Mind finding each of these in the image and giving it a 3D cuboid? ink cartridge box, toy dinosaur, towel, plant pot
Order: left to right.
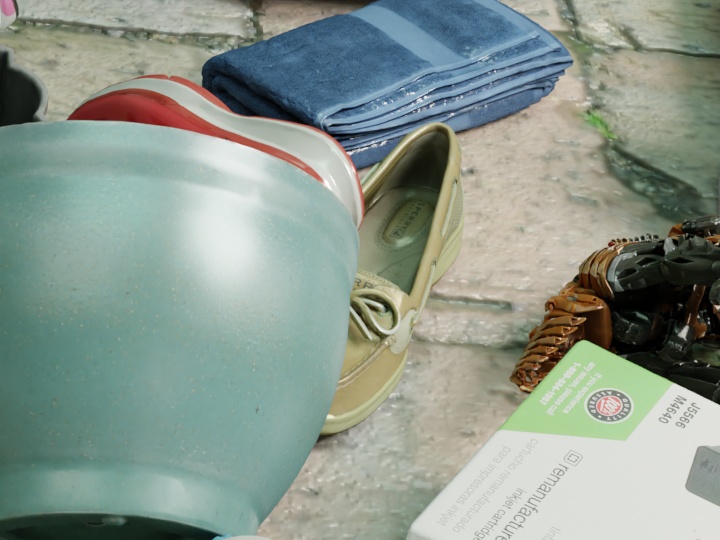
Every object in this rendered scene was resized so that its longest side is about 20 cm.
[{"bbox_3d":[-0.100,0.050,0.687,0.200,0.200,0.135,3,64,-6],"label":"plant pot"},{"bbox_3d":[0.015,-0.115,1.019,0.200,0.049,0.112,-23,46,-34],"label":"towel"},{"bbox_3d":[0.146,0.023,0.845,0.136,0.102,0.200,11,45,44],"label":"toy dinosaur"},{"bbox_3d":[0.133,0.131,0.684,0.200,0.084,0.145,25,40,22],"label":"ink cartridge box"}]

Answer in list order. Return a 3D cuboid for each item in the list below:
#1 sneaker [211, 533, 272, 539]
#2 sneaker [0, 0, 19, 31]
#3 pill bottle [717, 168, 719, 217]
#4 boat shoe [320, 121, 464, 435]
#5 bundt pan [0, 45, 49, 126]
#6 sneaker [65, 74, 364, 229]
[{"bbox_3d":[0.015,0.160,0.591,0.076,0.081,0.200,-30,68,-37],"label":"sneaker"},{"bbox_3d":[-0.300,-0.157,1.001,0.199,0.080,0.086,12,47,15],"label":"sneaker"},{"bbox_3d":[0.298,-0.058,0.940,0.199,0.113,0.113,10,37,4],"label":"pill bottle"},{"bbox_3d":[0.003,0.000,0.852,0.073,0.063,0.201,20,39,16],"label":"boat shoe"},{"bbox_3d":[-0.249,-0.045,0.858,0.201,0.076,0.202,5,38,-4],"label":"bundt pan"},{"bbox_3d":[-0.106,-0.035,0.841,0.200,0.079,0.115,8,31,42],"label":"sneaker"}]
